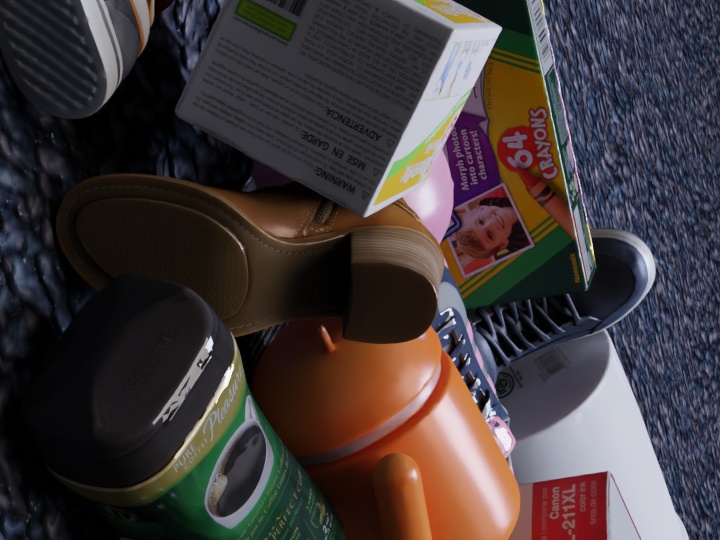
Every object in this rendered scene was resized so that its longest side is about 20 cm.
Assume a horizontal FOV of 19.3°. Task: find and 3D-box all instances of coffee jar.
[{"bbox_3d":[-0.084,0.098,1.023,0.105,0.085,0.201,-58,141,-30],"label":"coffee jar"}]

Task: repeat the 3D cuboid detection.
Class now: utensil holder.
[{"bbox_3d":[0.133,0.152,1.533,0.171,0.168,0.201,-73,146,-51],"label":"utensil holder"}]

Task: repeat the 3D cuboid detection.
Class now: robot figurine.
[{"bbox_3d":[0.014,0.099,1.147,0.201,0.116,0.144,61,38,-22],"label":"robot figurine"}]

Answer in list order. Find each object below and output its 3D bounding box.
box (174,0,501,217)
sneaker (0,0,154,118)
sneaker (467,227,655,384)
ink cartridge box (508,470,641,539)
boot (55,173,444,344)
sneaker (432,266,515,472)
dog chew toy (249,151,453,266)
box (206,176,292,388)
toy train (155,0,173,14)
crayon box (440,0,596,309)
[{"bbox_3d":[-0.005,-0.105,1.107,0.102,0.112,0.200,-63,174,11],"label":"box"},{"bbox_3d":[-0.145,-0.176,0.984,0.080,0.078,0.201,-59,149,-47],"label":"sneaker"},{"bbox_3d":[0.097,0.048,1.420,0.077,0.201,0.146,61,27,-14],"label":"sneaker"},{"bbox_3d":[0.072,0.204,1.273,0.146,0.198,0.083,61,25,-47],"label":"ink cartridge box"},{"bbox_3d":[-0.054,-0.024,1.095,0.155,0.198,0.077,-99,-164,-71],"label":"boot"},{"bbox_3d":[0.057,0.069,1.239,0.070,0.082,0.201,-40,142,-18],"label":"sneaker"},{"bbox_3d":[0.000,0.000,1.287,0.125,0.123,0.202,-61,148,-61],"label":"dog chew toy"},{"bbox_3d":[-0.065,0.069,1.182,0.143,0.036,0.202,-62,139,-59],"label":"box"},{"bbox_3d":[-0.087,-0.173,1.096,0.085,0.115,0.202,56,31,-51],"label":"toy train"},{"bbox_3d":[0.046,-0.075,1.355,0.058,0.171,0.202,-52,130,-69],"label":"crayon box"}]
